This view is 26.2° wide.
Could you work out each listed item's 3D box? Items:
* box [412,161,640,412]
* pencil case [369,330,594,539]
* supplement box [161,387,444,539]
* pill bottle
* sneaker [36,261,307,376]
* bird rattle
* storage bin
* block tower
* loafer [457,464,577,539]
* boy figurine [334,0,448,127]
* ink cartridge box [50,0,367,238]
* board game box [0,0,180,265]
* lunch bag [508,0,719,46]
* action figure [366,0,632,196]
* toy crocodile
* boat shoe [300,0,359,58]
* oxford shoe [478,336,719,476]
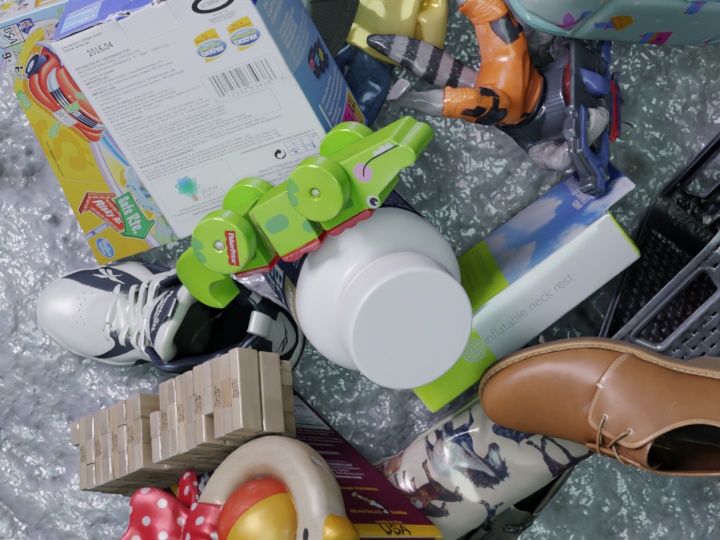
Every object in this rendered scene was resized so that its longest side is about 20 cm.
[{"bbox_3d":[0.109,0.005,1.077,0.200,0.122,0.048,-37,105,6],"label":"box"},{"bbox_3d":[0.080,0.126,1.076,0.200,0.078,0.090,-36,89,21],"label":"pencil case"},{"bbox_3d":[-0.047,0.172,1.058,0.085,0.200,0.111,9,110,-40],"label":"supplement box"},{"bbox_3d":[0.000,0.000,1.029,0.111,0.200,0.112,-7,113,-17],"label":"pill bottle"},{"bbox_3d":[-0.142,0.030,1.067,0.198,0.130,0.080,15,81,10],"label":"sneaker"},{"bbox_3d":[-0.068,0.179,0.969,0.112,0.200,0.163,27,107,-33],"label":"bird rattle"},{"bbox_3d":[0.247,-0.009,1.023,0.094,0.200,0.135,36,127,-5],"label":"storage bin"},{"bbox_3d":[-0.121,0.108,1.048,0.054,0.200,0.058,12,66,-40],"label":"block tower"},{"bbox_3d":[0.113,0.148,1.127,0.072,0.063,0.200,40,96,-4],"label":"loafer"},{"bbox_3d":[0.005,-0.187,1.083,0.124,0.064,0.201,22,96,-7],"label":"boy figurine"},{"bbox_3d":[-0.099,-0.131,0.977,0.136,0.077,0.200,-16,128,20],"label":"ink cartridge box"},{"bbox_3d":[-0.155,-0.109,1.066,0.134,0.034,0.201,-18,125,4],"label":"board game box"},{"bbox_3d":[0.186,-0.235,1.028,0.199,0.077,0.161,-2,73,-25],"label":"lunch bag"},{"bbox_3d":[0.110,-0.147,1.063,0.193,0.104,0.201,28,58,-30],"label":"action figure"},{"bbox_3d":[-0.037,-0.036,0.950,0.199,0.068,0.062,-27,105,28],"label":"toy crocodile"},{"bbox_3d":[-0.043,-0.235,1.011,0.065,0.074,0.203,8,115,31],"label":"boat shoe"},{"bbox_3d":[0.160,0.089,0.954,0.199,0.071,0.072,2,126,26],"label":"oxford shoe"}]
